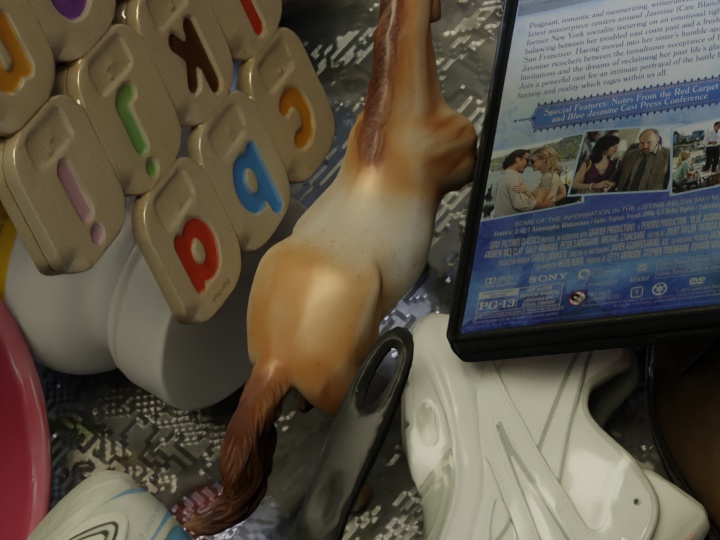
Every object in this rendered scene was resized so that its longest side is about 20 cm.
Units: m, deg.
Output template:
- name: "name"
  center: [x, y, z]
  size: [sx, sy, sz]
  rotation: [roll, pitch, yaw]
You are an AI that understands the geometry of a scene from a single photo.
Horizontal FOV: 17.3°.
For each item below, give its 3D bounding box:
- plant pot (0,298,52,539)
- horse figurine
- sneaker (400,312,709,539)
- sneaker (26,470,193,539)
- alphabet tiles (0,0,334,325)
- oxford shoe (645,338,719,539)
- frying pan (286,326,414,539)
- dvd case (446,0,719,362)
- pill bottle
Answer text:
- name: "plant pot"
  center: [-0.237, 0.072, 0.809]
  size: [0.178, 0.200, 0.201]
  rotation: [7, 64, 35]
- name: "horse figurine"
  center: [0.000, 0.000, 0.807]
  size: [0.050, 0.133, 0.201]
  rotation: [21, 70, 21]
- name: "sneaker"
  center: [0.064, 0.102, 0.765]
  size: [0.099, 0.078, 0.201]
  rotation: [-6, 67, 10]
- name: "sneaker"
  center: [-0.118, 0.138, 0.760]
  size: [0.073, 0.072, 0.200]
  rotation: [47, 46, 4]
- name: "alphabet tiles"
  center: [-0.070, -0.093, 0.752]
  size: [0.015, 0.196, 0.200]
  rotation: [-7, 32, 32]
- name: "oxford shoe"
  center: [0.125, 0.014, 0.796]
  size: [0.072, 0.085, 0.201]
  rotation: [-15, 62, 5]
- name: "frying pan"
  center: [-0.040, 0.113, 0.747]
  size: [0.114, 0.031, 0.191]
  rotation: [-2, 67, 13]
- name: "dvd case"
  center: [0.109, -0.060, 0.793]
  size: [0.142, 0.018, 0.201]
  rotation: [-7, 51, 25]
- name: "pill bottle"
  center: [-0.118, -0.033, 0.867]
  size: [0.199, 0.113, 0.113]
  rotation: [31, 74, 27]
